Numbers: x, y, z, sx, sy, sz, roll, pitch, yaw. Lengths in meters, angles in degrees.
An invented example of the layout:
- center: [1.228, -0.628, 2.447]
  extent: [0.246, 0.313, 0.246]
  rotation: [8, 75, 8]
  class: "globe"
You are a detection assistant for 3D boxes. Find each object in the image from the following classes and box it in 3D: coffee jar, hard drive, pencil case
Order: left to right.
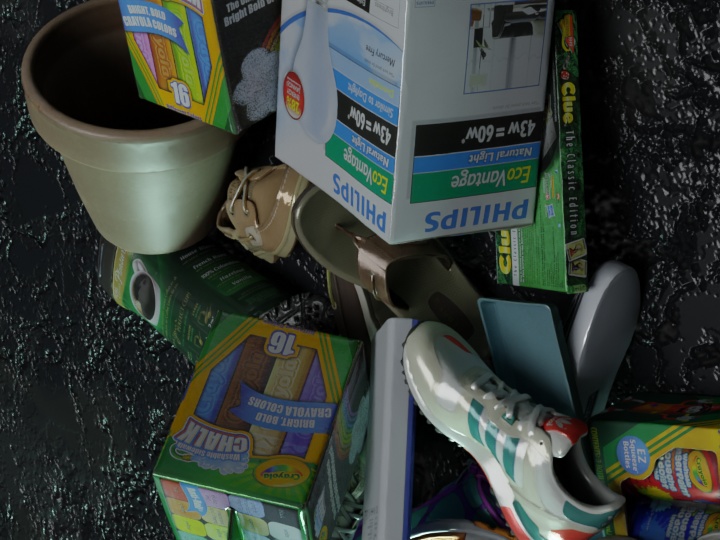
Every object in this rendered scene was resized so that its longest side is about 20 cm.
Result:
- center: [-0.149, 0.018, 1.672]
  extent: [0.200, 0.085, 0.104]
  rotation: [37, 135, 29]
  class: "coffee jar"
- center: [0.022, 0.144, 1.422]
  extent: [0.132, 0.025, 0.200]
  rotation: [121, 152, -79]
  class: "hard drive"
- center: [0.071, 0.212, 1.526]
  extent: [0.092, 0.085, 0.200]
  rotation: [53, 135, -3]
  class: "pencil case"

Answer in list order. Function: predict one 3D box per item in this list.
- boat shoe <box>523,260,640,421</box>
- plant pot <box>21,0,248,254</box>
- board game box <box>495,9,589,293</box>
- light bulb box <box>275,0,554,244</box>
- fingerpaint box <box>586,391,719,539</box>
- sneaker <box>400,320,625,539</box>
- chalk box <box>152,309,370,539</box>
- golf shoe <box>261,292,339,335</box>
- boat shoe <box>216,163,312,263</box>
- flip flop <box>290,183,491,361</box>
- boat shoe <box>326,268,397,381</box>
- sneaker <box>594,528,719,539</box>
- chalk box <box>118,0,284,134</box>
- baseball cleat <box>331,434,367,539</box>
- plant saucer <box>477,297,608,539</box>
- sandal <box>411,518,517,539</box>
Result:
- center: [0.153, 0.070, 1.409]
  extent: [0.068, 0.072, 0.200]
  rotation: [34, 133, 30]
  class: "boat shoe"
- center: [-0.182, -0.113, 1.604]
  extent: [0.200, 0.200, 0.175]
  rotation: [36, 144, 30]
  class: "plant pot"
- center: [0.127, -0.086, 1.364]
  extent: [0.105, 0.023, 0.200]
  rotation: [9, 103, 63]
  class: "board game box"
- center: [0.035, -0.149, 1.366]
  extent: [0.198, 0.125, 0.200]
  rotation: [38, 131, 54]
  class: "light bulb box"
- center: [0.260, 0.195, 1.341]
  extent: [0.167, 0.073, 0.200]
  rotation: [1, 105, 45]
  class: "fingerpaint box"
- center: [0.115, 0.109, 1.345]
  extent: [0.093, 0.070, 0.200]
  rotation: [-35, 89, 44]
  class: "sneaker"
- center: [-0.080, 0.154, 1.458]
  extent: [0.124, 0.200, 0.124]
  rotation: [13, 146, 13]
  class: "chalk box"
- center: [-0.062, 0.098, 1.614]
  extent: [0.078, 0.094, 0.200]
  rotation: [36, 116, 18]
  class: "golf shoe"
- center: [-0.080, -0.050, 1.530]
  extent: [0.064, 0.071, 0.200]
  rotation: [23, 164, -8]
  class: "boat shoe"
- center: [0.033, 0.002, 1.447]
  extent: [0.200, 0.081, 0.058]
  rotation: [45, 177, -13]
  class: "flip flop"
- center: [0.000, 0.000, 1.532]
  extent: [0.059, 0.072, 0.200]
  rotation: [-3, 108, 42]
  class: "boat shoe"
- center: [0.194, 0.227, 1.270]
  extent: [0.199, 0.130, 0.080]
  rotation: [1, 106, 45]
  class: "sneaker"
- center: [-0.107, -0.229, 1.439]
  extent: [0.124, 0.125, 0.200]
  rotation: [23, 133, 40]
  class: "chalk box"
- center: [-0.018, 0.186, 1.544]
  extent: [0.070, 0.200, 0.106]
  rotation: [35, 141, -29]
  class: "baseball cleat"
- center: [0.138, 0.110, 1.381]
  extent: [0.070, 0.019, 0.200]
  rotation: [5, 119, 45]
  class: "plant saucer"
- center: [0.126, 0.245, 1.426]
  extent: [0.207, 0.059, 0.079]
  rotation: [15, 144, 2]
  class: "sandal"
